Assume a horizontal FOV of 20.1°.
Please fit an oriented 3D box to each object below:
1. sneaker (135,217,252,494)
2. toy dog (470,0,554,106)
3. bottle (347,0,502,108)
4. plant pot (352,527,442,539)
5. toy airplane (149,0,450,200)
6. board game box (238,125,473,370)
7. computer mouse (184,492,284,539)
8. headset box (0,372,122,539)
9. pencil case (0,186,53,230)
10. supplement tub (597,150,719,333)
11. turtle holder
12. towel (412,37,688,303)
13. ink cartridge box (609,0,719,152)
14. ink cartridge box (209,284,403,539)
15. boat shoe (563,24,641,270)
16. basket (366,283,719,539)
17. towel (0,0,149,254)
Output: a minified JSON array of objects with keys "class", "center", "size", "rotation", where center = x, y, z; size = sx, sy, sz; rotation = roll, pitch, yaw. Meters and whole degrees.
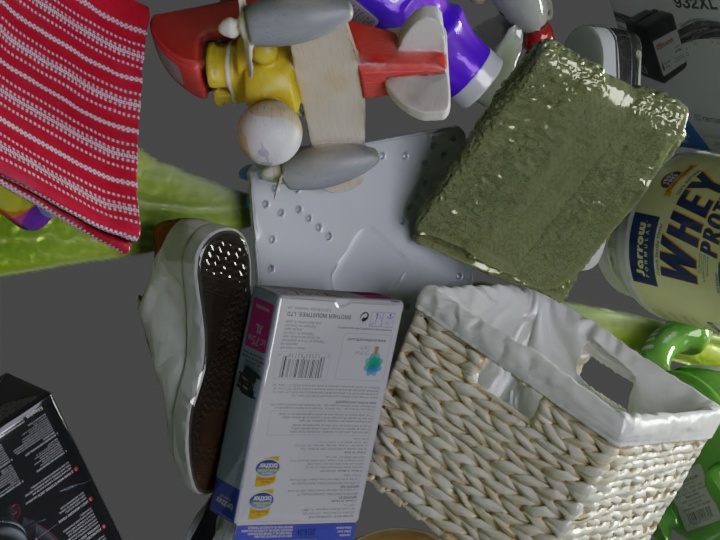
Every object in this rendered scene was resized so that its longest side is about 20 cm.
[{"class":"sneaker","center":[-0.119,0.058,1.460],"size":[0.073,0.084,0.201],"rotation":[-11,110,-42]},{"class":"toy dog","center":[0.113,-0.143,1.578],"size":[0.096,0.132,0.201],"rotation":[-13,101,9]},{"class":"bottle","center":[0.015,-0.198,1.469],"size":[0.200,0.084,0.065],"rotation":[39,84,-12]},{"class":"plant pot","center":[0.011,0.301,1.630],"size":[0.199,0.027,0.201],"rotation":[-7,102,-34]},{"class":"toy airplane","center":[-0.032,-0.128,1.397],"size":[0.200,0.199,0.142],"rotation":[38,58,-24]},{"class":"board game box","center":[0.000,0.000,1.565],"size":[0.199,0.026,0.201],"rotation":[-13,106,-33]},{"class":"computer mouse","center":[-0.067,0.162,1.517],"size":[0.109,0.044,0.201],"rotation":[22,97,-39]},{"class":"headset box","center":[-0.247,0.197,1.396],"size":[0.148,0.075,0.201],"rotation":[-35,117,-25]},{"class":"pencil case","center":[-0.261,-0.107,1.322],"size":[0.200,0.088,0.089],"rotation":[38,77,-32]},{"class":"supplement tub","center":[0.302,-0.021,1.668],"size":[0.144,0.200,0.146],"rotation":[-8,103,-34]},{"class":"turtle holder","center":[0.297,0.139,1.750],"size":[0.131,0.186,0.141],"rotation":[-13,138,-32]},{"class":"towel","center":[0.141,-0.073,1.536],"size":[0.148,0.037,0.200],"rotation":[23,121,-18]},{"class":"ink cartridge box","center":[0.285,-0.203,1.655],"size":[0.084,0.145,0.201],"rotation":[-33,116,-25]},{"class":"ink cartridge box","center":[-0.042,0.113,1.465],"size":[0.119,0.042,0.201],"rotation":[4,99,-41]},{"class":"boat shoe","center":[0.200,-0.098,1.661],"size":[0.063,0.071,0.201],"rotation":[2,96,-34]},{"class":"basket","center":[0.133,0.124,1.541],"size":[0.200,0.198,0.161],"rotation":[0,120,-58]},{"class":"towel","center":[-0.195,-0.124,1.335],"size":[0.144,0.022,0.201],"rotation":[31,45,-40]}]
